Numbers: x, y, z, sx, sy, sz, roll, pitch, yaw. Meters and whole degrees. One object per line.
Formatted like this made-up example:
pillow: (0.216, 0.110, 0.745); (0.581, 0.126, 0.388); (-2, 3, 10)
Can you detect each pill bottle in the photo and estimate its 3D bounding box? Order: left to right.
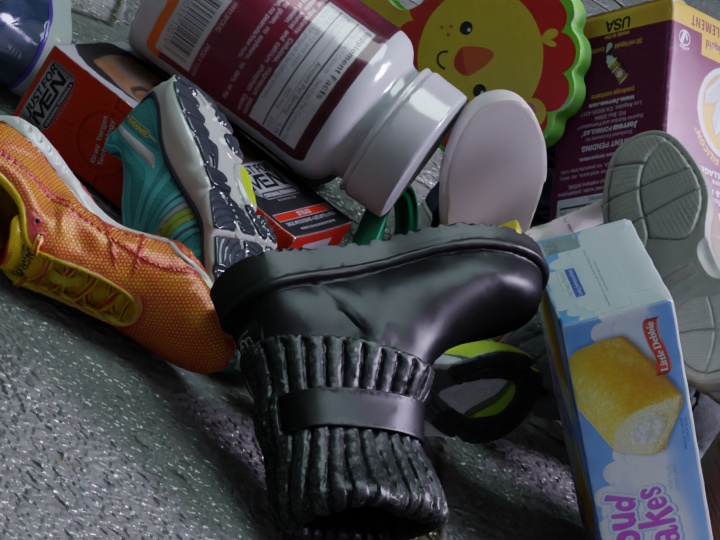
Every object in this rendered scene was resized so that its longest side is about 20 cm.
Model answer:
pill bottle: (-0.038, -0.132, 1.669); (0.200, 0.114, 0.114); (37, 18, 4)

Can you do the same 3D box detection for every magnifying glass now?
magnifying glass: (0.000, 0.000, 1.682); (0.022, 0.080, 0.200); (8, 22, 15)

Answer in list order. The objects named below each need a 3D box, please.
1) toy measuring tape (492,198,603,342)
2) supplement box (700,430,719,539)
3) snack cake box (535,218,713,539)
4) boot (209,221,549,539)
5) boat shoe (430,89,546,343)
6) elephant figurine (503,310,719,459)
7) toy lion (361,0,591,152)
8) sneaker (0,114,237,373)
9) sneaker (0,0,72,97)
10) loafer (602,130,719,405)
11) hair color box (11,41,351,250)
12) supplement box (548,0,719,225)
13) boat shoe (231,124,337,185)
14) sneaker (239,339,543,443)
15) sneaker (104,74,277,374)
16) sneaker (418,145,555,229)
toy measuring tape: (0.103, 0.003, 1.673); (0.074, 0.199, 0.074); (-22, 90, -80)
supplement box: (0.261, 0.132, 1.563); (0.073, 0.200, 0.126); (25, 20, -15)
snack cake box: (0.154, 0.086, 1.519); (0.067, 0.201, 0.115); (-14, 25, -2)
boot: (0.028, 0.065, 1.399); (0.210, 0.080, 0.158); (-8, 61, -26)
boat shoe: (0.075, -0.046, 1.742); (0.074, 0.201, 0.093); (-7, 34, -15)
elephant figurine: (0.151, 0.057, 1.641); (0.141, 0.156, 0.200); (18, -7, 39)
toy lion: (0.059, -0.163, 1.795); (0.069, 0.191, 0.201); (10, 60, -67)
sneaker: (-0.156, -0.002, 1.429); (0.200, 0.073, 0.077); (35, 42, 8)
sneaker: (-0.266, -0.201, 1.694); (0.146, 0.081, 0.200); (30, 23, -27)
loafer: (0.200, 0.004, 1.600); (0.063, 0.072, 0.200); (53, 17, -48)
hair color box: (-0.112, -0.063, 1.641); (0.200, 0.061, 0.101); (38, 18, 13)
supplement box: (0.210, -0.068, 1.785); (0.131, 0.201, 0.103); (19, -19, -41)
boat shoe: (-0.074, -0.100, 1.809); (0.068, 0.072, 0.200); (36, 8, 22)
sneaker: (0.008, 0.059, 1.521); (0.200, 0.074, 0.081); (9, 17, -38)
sneaker: (-0.098, -0.019, 1.533); (0.077, 0.080, 0.200); (30, 34, -50)
sneaker: (0.131, -0.036, 1.866); (0.077, 0.146, 0.202); (17, 25, -47)
